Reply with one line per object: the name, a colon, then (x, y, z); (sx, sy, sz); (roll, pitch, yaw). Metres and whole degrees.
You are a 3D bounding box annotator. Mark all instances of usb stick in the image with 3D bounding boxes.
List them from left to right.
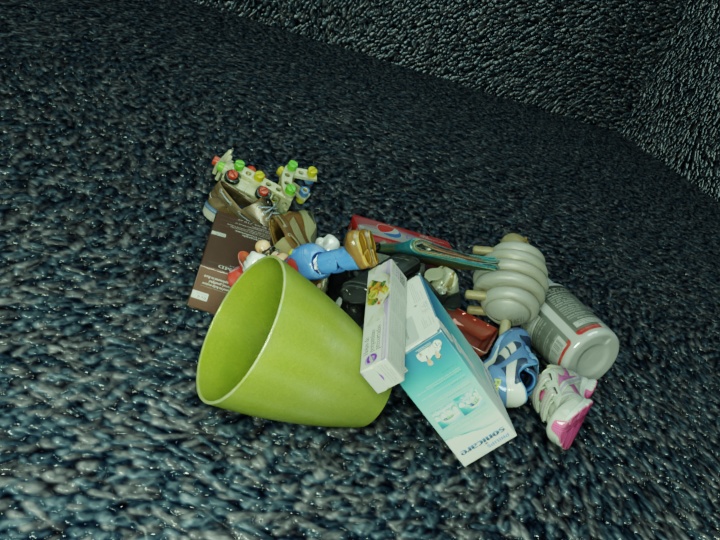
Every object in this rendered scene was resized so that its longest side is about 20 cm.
usb stick: (0.032, 0.010, 1.239); (0.055, 0.033, 0.200); (2, 13, 23)

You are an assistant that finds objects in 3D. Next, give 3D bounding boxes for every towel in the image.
towel: (0.111, -0.024, 1.366); (0.145, 0.022, 0.200); (13, -3, -17)

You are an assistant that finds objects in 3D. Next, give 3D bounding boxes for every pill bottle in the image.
pill bottle: (0.338, 0.094, 1.505); (0.113, 0.115, 0.200); (7, 28, -32)

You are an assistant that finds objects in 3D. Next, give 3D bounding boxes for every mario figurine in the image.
mario figurine: (-0.085, -0.021, 1.147); (0.124, 0.198, 0.107); (57, 22, -51)

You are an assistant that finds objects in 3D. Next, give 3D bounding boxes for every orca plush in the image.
orca plush: (0.000, 0.000, 1.295); (0.104, 0.072, 0.200); (15, 32, 10)

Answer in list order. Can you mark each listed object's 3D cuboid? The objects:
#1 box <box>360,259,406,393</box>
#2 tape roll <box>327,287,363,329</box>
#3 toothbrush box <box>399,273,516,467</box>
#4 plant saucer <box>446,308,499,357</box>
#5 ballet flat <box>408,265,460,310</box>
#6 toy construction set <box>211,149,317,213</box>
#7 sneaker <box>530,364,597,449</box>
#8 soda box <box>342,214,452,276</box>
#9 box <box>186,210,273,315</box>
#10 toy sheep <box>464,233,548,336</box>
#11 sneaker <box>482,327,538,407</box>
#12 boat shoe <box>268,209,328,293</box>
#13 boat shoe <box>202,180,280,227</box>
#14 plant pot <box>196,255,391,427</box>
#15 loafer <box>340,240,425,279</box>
box: (0.030, 0.062, 1.070); (0.041, 0.039, 0.201); (49, 25, -27)
tape roll: (-0.036, 0.094, 1.250); (0.199, 0.048, 0.201); (19, 23, -8)
toothbrush box: (0.106, 0.128, 1.140); (0.200, 0.085, 0.147); (52, 11, -28)
plant saucer: (0.115, 0.080, 1.396); (0.199, 0.037, 0.200); (27, 12, 10)
ballet flat: (0.121, 0.028, 1.378); (0.073, 0.074, 0.200); (33, 14, 22)
toy construction set: (-0.188, -0.169, 1.614); (0.198, 0.093, 0.132); (18, 47, 7)
sneaker: (0.290, 0.196, 1.302); (0.088, 0.082, 0.200); (27, 15, 12)
soda box: (0.072, -0.037, 1.606); (0.198, 0.064, 0.070); (14, 25, -19)
box: (-0.187, -0.008, 1.299); (0.099, 0.075, 0.200); (18, 26, -11)
toy sheep: (0.244, 0.025, 1.454); (0.137, 0.138, 0.202); (18, 62, -10)
sneaker: (0.233, 0.150, 1.322); (0.082, 0.075, 0.200); (6, 24, 24)
boat shoe: (-0.095, -0.014, 1.268); (0.073, 0.076, 0.201); (3, 37, -17)
boat shoe: (-0.173, -0.085, 1.473); (0.199, 0.073, 0.072); (27, 24, 10)
plant pot: (-0.065, 0.109, 1.063); (0.199, 0.188, 0.188); (29, 19, -27)
loafer: (0.024, -0.022, 1.521); (0.198, 0.070, 0.070); (9, 27, -30)
